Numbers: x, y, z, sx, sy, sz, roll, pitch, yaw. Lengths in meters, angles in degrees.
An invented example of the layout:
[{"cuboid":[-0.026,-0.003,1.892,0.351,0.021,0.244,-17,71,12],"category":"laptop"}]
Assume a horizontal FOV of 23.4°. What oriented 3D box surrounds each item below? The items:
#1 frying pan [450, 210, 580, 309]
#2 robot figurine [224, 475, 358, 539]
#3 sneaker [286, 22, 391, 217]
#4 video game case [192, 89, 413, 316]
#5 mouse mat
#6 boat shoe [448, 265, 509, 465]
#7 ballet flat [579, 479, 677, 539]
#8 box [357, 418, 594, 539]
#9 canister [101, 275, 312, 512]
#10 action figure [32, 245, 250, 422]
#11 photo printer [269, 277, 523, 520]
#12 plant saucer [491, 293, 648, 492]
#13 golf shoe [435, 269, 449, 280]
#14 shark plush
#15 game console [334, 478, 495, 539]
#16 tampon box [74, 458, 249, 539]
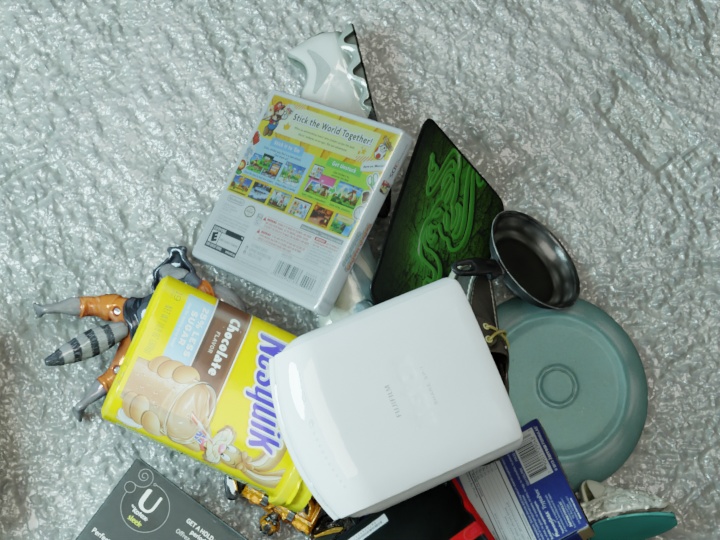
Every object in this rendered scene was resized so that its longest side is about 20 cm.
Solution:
[{"cuboid":[0.152,0.007,1.669,0.115,0.031,0.190,47,36,-1],"category":"frying pan"},{"cuboid":[-0.042,0.160,1.647,0.144,0.058,0.201,29,75,2],"category":"robot figurine"},{"cuboid":[-0.023,-0.139,1.721,0.088,0.074,0.202,-15,73,1],"category":"sneaker"},{"cuboid":[-0.058,-0.068,1.633,0.023,0.199,0.183,30,85,-43],"category":"video game case"},{"cuboid":[0.076,-0.022,1.659,0.007,0.161,0.202,-3,58,37],"category":"mouse mat"},{"cuboid":[0.113,0.087,1.633,0.060,0.071,0.203,-13,64,36],"category":"boat shoe"},{"cuboid":[0.203,0.234,1.654,0.198,0.072,0.073,-13,78,-8],"category":"ballet flat"},{"cuboid":[0.105,0.238,1.618,0.199,0.032,0.122,-28,57,6],"category":"box"},{"cuboid":[-0.116,0.109,1.562,0.198,0.087,0.150,25,74,-8],"category":"canister"},{"cuboid":[-0.191,0.077,1.631,0.192,0.105,0.202,-21,78,-1],"category":"action figure"},{"cuboid":[0.025,0.115,1.517,0.198,0.069,0.168,-20,84,-22],"category":"photo printer"},{"cuboid":[0.189,0.116,1.695,0.198,0.036,0.202,1,76,-5],"category":"plant saucer"},{"cuboid":[-0.012,0.019,1.677,0.198,0.077,0.089,14,80,-3],"category":"golf shoe"},{"cuboid":[0.000,0.000,1.635,0.083,0.091,0.202,-5,71,-30],"category":"shark plush"},{"cuboid":[0.039,0.299,1.583,0.199,0.031,0.177,-36,51,1],"category":"game console"},{"cuboid":[-0.202,0.298,1.561,0.149,0.126,0.201,36,75,3],"category":"tampon box"}]
